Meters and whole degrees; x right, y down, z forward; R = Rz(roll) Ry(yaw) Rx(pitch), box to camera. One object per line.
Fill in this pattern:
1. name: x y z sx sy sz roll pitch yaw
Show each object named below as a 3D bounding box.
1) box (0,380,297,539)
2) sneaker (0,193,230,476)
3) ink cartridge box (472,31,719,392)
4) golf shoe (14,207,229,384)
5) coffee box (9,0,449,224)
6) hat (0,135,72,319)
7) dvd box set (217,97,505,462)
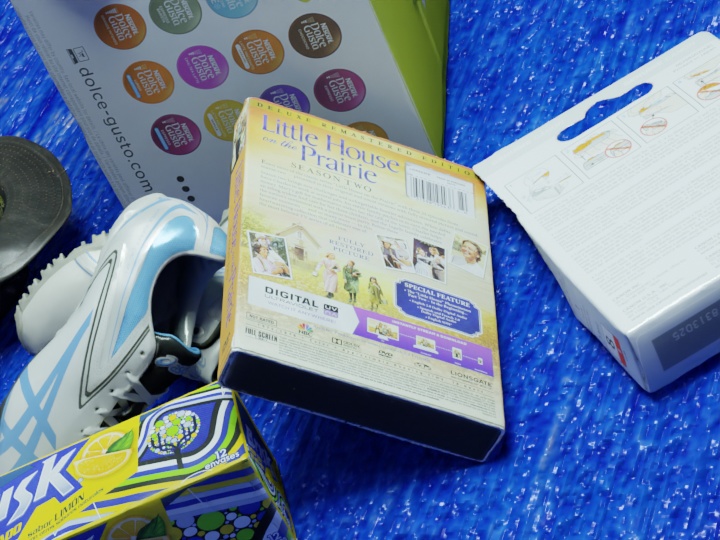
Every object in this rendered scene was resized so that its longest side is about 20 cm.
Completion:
1. box: -0.139 0.133 0.984 0.199 0.070 0.064 -24 39 3
2. sneaker: -0.131 0.057 1.025 0.072 0.072 0.201 28 91 29
3. ink cartridge box: 0.168 -0.037 1.031 0.162 0.050 0.200 -31 32 -4
4. golf shoe: -0.102 0.025 1.085 0.199 0.078 0.098 -17 46 13
5. coffee box: -0.066 -0.169 1.176 0.197 0.200 0.201 -13 39 16
6. hat: -0.266 -0.001 1.199 0.199 0.081 0.201 -6 36 5
7. dvd box set: 0.000 0.000 1.018 0.146 0.029 0.201 17 40 -16
